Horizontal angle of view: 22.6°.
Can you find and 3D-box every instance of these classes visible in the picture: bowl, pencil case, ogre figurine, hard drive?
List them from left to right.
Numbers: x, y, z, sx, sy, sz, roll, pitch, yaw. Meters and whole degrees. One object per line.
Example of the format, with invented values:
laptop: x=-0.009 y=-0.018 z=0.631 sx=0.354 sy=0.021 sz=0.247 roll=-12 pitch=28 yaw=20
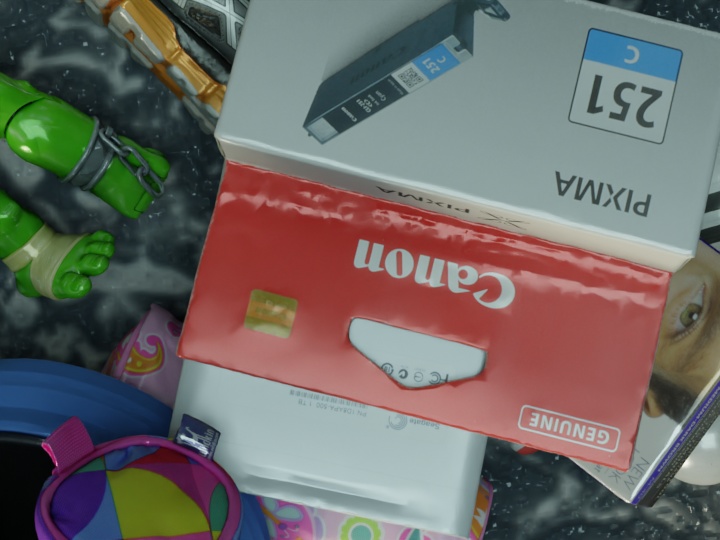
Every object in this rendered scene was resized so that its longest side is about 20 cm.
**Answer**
ogre figurine: x=-0.198 y=-0.019 z=0.814 sx=0.199 sy=0.099 sz=0.120 roll=-29 pitch=118 yaw=22
bowl: x=-0.140 y=0.130 z=0.821 sx=0.198 sy=0.040 sz=0.202 roll=6 pitch=127 yaw=8
pencil case: x=-0.095 y=0.153 z=0.743 sx=0.087 sy=0.089 sz=0.201 roll=6 pitch=130 yaw=-4
pencil case: x=-0.034 y=0.095 z=0.844 sx=0.199 sy=0.087 sz=0.088 roll=28 pitch=98 yaw=-8
hard drive: x=0.000 y=0.000 z=0.760 sx=0.130 sy=0.025 sz=0.202 roll=11 pitch=83 yaw=2

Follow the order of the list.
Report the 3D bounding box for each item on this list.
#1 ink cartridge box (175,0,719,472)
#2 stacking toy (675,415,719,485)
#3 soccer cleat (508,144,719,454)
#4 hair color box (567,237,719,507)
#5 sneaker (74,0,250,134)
ink cartridge box: x=0.037 y=-0.029 z=0.729 sx=0.198 sy=0.045 sz=0.178 roll=14 pitch=82 yaw=3
stacking toy: x=0.234 y=0.079 z=0.855 sx=0.198 sy=0.146 sz=0.148 roll=-2 pitch=101 yaw=16
soccer cleat: x=0.127 y=-0.001 z=0.849 sx=0.085 sy=0.069 sz=0.200 roll=42 pitch=92 yaw=-1
hair color box: x=0.078 y=0.001 z=0.800 sx=0.199 sy=0.065 sz=0.110 roll=38 pitch=94 yaw=18
sneaker: x=-0.074 y=-0.125 z=0.814 sx=0.077 sy=0.078 sz=0.200 roll=-46 pitch=103 yaw=-8
